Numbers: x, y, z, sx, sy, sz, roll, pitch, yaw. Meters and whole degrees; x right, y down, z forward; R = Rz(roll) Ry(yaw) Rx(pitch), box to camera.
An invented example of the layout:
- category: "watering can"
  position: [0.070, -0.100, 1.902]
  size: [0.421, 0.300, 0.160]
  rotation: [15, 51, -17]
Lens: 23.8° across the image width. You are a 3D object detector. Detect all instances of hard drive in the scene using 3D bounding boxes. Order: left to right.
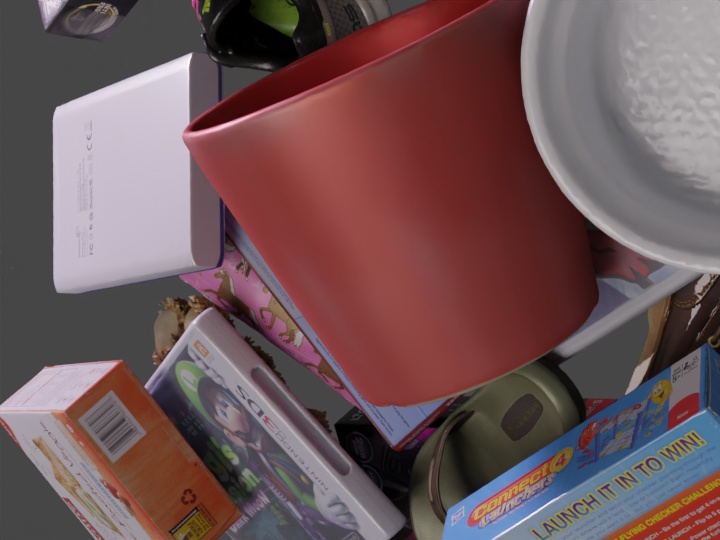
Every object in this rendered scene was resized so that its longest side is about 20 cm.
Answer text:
- category: "hard drive"
  position: [-0.150, -0.059, 1.122]
  size: [0.200, 0.025, 0.133]
  rotation: [-9, 80, 55]

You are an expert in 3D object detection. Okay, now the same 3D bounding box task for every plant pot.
- category: "plant pot"
  position: [0.030, -0.037, 0.911]
  size: [0.200, 0.200, 0.178]
  rotation: [-14, 107, 40]

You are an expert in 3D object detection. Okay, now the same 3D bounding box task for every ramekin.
- category: "ramekin"
  position: [0.186, -0.102, 0.834]
  size: [0.199, 0.098, 0.202]
  rotation: [2, 96, 18]

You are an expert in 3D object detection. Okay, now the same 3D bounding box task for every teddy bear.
- category: "teddy bear"
  position: [-0.070, 0.094, 1.182]
  size: [0.200, 0.067, 0.145]
  rotation: [49, 152, -2]

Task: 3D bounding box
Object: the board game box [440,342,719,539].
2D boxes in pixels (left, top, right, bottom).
- category: "board game box"
  position: [0.179, 0.165, 0.942]
  size: [0.196, 0.056, 0.200]
  rotation: [42, 123, -17]

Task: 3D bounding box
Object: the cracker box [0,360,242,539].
- category: "cracker box"
  position: [-0.174, 0.133, 1.191]
  size: [0.134, 0.058, 0.200]
  rotation: [53, 158, -12]

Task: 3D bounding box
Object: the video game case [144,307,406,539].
- category: "video game case"
  position: [-0.071, 0.130, 1.135]
  size: [0.182, 0.023, 0.200]
  rotation: [48, 150, 3]

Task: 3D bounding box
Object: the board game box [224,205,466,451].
- category: "board game box"
  position: [0.000, 0.000, 1.035]
  size: [0.103, 0.019, 0.200]
  rotation: [-42, 68, 8]

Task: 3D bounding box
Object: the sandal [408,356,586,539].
- category: "sandal"
  position: [0.070, 0.122, 1.039]
  size: [0.080, 0.057, 0.201]
  rotation: [38, 140, 13]

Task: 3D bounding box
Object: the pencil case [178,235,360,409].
- category: "pencil case"
  position: [-0.023, 0.025, 1.100]
  size: [0.200, 0.086, 0.083]
  rotation: [35, 146, 19]

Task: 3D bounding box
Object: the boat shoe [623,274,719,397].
- category: "boat shoe"
  position: [0.194, 0.063, 0.978]
  size: [0.070, 0.070, 0.201]
  rotation: [28, 128, 28]

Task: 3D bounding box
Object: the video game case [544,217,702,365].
- category: "video game case"
  position: [0.093, -0.040, 0.987]
  size: [0.200, 0.023, 0.183]
  rotation: [-39, 76, 49]

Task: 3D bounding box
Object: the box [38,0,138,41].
- category: "box"
  position: [-0.151, -0.262, 1.001]
  size: [0.161, 0.049, 0.201]
  rotation: [-39, 58, 41]

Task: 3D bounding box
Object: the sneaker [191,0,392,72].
- category: "sneaker"
  position: [-0.079, -0.174, 1.034]
  size: [0.199, 0.087, 0.074]
  rotation: [33, 130, 17]

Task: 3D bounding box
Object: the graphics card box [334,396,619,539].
- category: "graphics card box"
  position: [0.087, 0.146, 1.119]
  size: [0.199, 0.051, 0.126]
  rotation: [0, 114, 37]
